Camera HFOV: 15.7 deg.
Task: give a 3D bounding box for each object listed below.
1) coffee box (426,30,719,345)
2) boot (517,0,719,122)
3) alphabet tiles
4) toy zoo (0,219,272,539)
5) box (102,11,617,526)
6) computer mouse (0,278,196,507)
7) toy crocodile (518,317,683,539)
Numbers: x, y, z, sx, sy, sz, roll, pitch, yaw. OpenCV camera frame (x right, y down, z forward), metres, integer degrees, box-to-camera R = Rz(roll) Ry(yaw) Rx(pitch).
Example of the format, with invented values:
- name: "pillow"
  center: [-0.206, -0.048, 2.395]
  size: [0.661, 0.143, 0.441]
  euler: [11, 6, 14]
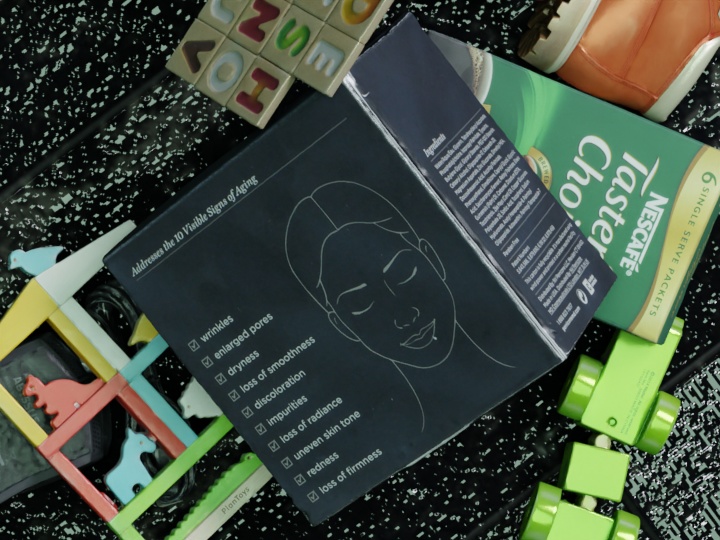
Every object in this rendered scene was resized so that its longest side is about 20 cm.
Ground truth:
- name: "coffee box"
  center: [0.109, -0.049, 1.531]
  size: [0.200, 0.044, 0.123]
  euler: [25, 92, 10]
- name: "boot"
  center: [0.188, -0.186, 1.539]
  size: [0.107, 0.075, 0.200]
  euler: [30, 97, -9]
- name: "alphabet tiles"
  center: [-0.027, -0.178, 1.422]
  size: [0.008, 0.167, 0.200]
  euler: [33, 91, -42]
- name: "toy zoo"
  center: [-0.137, 0.065, 1.528]
  size: [0.131, 0.020, 0.200]
  euler: [-44, 96, -12]
- name: "box"
  center: [0.000, 0.000, 1.472]
  size: [0.200, 0.124, 0.197]
  euler: [-35, 97, 29]
- name: "computer mouse"
  center: [-0.206, 0.097, 1.548]
  size: [0.199, 0.053, 0.139]
  euler: [-18, 91, -13]
- name: "toy crocodile"
  center: [0.140, 0.115, 1.558]
  size: [0.067, 0.062, 0.201]
  euler: [19, 87, -3]
